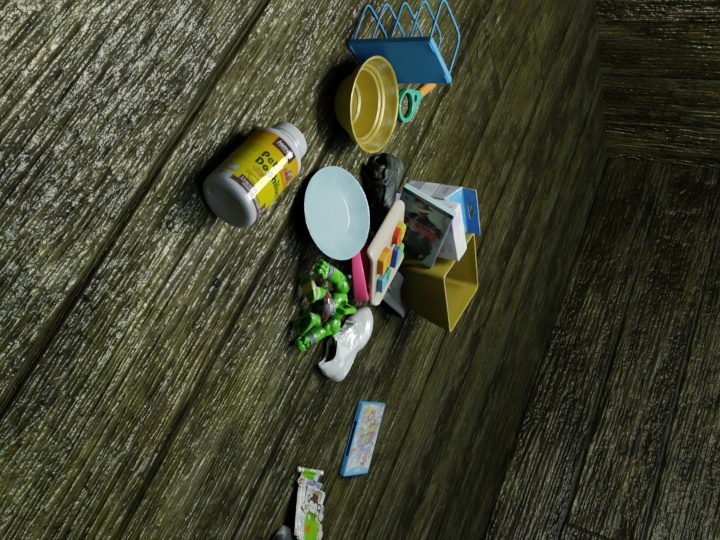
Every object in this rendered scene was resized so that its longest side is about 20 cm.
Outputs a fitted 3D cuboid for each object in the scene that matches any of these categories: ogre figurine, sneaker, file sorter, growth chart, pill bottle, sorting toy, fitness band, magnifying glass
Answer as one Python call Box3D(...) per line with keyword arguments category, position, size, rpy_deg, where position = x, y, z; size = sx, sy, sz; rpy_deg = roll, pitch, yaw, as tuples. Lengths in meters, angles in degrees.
Box3D(category="ogre figurine", position=(-0.079, 0.079, 1.418), size=(0.119, 0.097, 0.203), rpy_deg=(3, 87, -48))
Box3D(category="sneaker", position=(0.087, 0.047, 1.720), size=(0.200, 0.060, 0.105), rpy_deg=(44, 67, -52))
Box3D(category="sneaker", position=(-0.157, 0.687, 1.528), size=(0.075, 0.079, 0.202), rpy_deg=(-41, 132, -44))
Box3D(category="sneaker", position=(0.044, -0.189, 1.548), size=(0.114, 0.076, 0.202), rpy_deg=(19, 82, -58))
Box3D(category="file sorter", position=(0.101, -0.500, 1.403), size=(0.139, 0.198, 0.124), rpy_deg=(41, 64, -56))
Box3D(category="growth chart", position=(-0.121, 0.580, 1.563), size=(0.144, 0.018, 0.202), rpy_deg=(30, 57, -60))
Box3D(category="pill bottle", position=(-0.179, -0.176, 1.136), size=(0.201, 0.108, 0.110), rpy_deg=(-55, 143, -34))
Box3D(category="sorting toy", position=(0.069, -0.038, 1.533), size=(0.201, 0.036, 0.186), rpy_deg=(84, 30, -52))
Box3D(category="fitness band", position=(0.000, 0.000, 1.508), size=(0.200, 0.037, 0.145), rpy_deg=(9, 79, -87))
Box3D(category="magnifying glass", position=(0.144, -0.450, 1.669), size=(0.200, 0.022, 0.080), rpy_deg=(-48, 139, -41))
Box3D(category="sneaker", position=(-0.038, 0.163, 1.550), size=(0.088, 0.075, 0.201), rpy_deg=(44, 63, -43))

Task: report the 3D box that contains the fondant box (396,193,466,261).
Box3D(category="fondant box", position=(0.166, -0.113, 1.655), size=(0.058, 0.198, 0.145), rpy_deg=(-52, 141, -36))

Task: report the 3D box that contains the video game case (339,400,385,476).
Box3D(category="video game case", position=(0.008, 0.464, 1.783), size=(0.143, 0.018, 0.202), rpy_deg=(24, 80, -60))

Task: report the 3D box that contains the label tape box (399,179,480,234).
Box3D(category="label tape box", position=(0.213, -0.154, 1.719), size=(0.066, 0.198, 0.144), rpy_deg=(-48, 139, -36))

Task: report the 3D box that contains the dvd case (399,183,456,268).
Box3D(category="dvd case", position=(0.147, -0.108, 1.608), size=(0.022, 0.145, 0.201), rpy_deg=(-48, 165, -39))

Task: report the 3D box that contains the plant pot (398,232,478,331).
Box3D(category="plant pot", position=(0.203, 0.014, 1.788), size=(0.200, 0.175, 0.201), rpy_deg=(-51, 143, -38))

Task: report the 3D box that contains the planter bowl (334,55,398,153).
Box3D(category="planter bowl", position=(0.000, -0.361, 1.396), size=(0.200, 0.083, 0.203), rpy_deg=(-31, 127, -51))

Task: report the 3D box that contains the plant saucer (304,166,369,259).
Box3D(category="plant saucer", position=(-0.059, -0.122, 1.395), size=(0.200, 0.038, 0.204), rpy_deg=(9, 78, -47))
